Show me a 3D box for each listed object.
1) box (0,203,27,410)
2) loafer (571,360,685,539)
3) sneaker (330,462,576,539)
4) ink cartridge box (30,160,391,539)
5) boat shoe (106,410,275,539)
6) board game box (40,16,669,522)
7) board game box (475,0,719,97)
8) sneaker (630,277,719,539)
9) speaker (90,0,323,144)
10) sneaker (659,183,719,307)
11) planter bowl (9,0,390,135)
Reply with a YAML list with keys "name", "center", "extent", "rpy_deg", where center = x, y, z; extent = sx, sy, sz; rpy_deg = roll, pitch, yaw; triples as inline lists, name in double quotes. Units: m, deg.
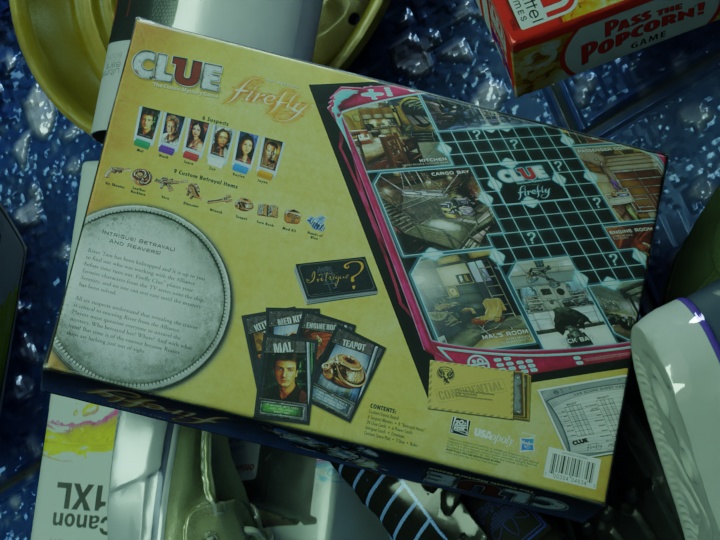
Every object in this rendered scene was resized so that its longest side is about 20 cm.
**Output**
- name: "box"
  center: [-0.258, 0.029, 1.098]
  extent: [0.200, 0.060, 0.117]
  rpy_deg: [-6, 55, 13]
- name: "loafer"
  center: [0.086, 0.037, 0.937]
  extent: [0.201, 0.070, 0.068]
  rpy_deg: [58, 137, 11]
- name: "sneaker"
  center: [0.030, 0.071, 0.907]
  extent: [0.200, 0.070, 0.078]
  rpy_deg: [59, 154, -12]
- name: "ink cartridge box"
  center: [-0.047, 0.061, 1.001]
  extent: [0.146, 0.083, 0.200]
  rpy_deg: [1, 79, 30]
- name: "boat shoe"
  center: [-0.061, 0.117, 0.918]
  extent: [0.062, 0.072, 0.200]
  rpy_deg: [2, 84, 5]
- name: "board game box"
  center: [0.000, 0.000, 0.872]
  extent: [0.200, 0.035, 0.136]
  rpy_deg: [15, 72, -5]
- name: "board game box"
  center: [0.123, -0.170, 0.928]
  extent: [0.200, 0.046, 0.152]
  rpy_deg: [-21, 67, -3]
- name: "sneaker"
  center: [0.190, 0.078, 0.860]
  extent: [0.146, 0.081, 0.200]
  rpy_deg: [-21, 102, -7]
- name: "speaker"
  center: [-0.047, -0.137, 0.949]
  extent: [0.081, 0.081, 0.200]
  rpy_deg: [7, 83, 32]
- name: "sneaker"
  center: [0.166, -0.049, 0.895]
  extent: [0.067, 0.090, 0.200]
  rpy_deg: [44, 102, 29]
- name: "planter bowl"
  center: [-0.046, -0.137, 1.045]
  extent: [0.200, 0.083, 0.201]
  rpy_deg: [-7, 75, 30]
